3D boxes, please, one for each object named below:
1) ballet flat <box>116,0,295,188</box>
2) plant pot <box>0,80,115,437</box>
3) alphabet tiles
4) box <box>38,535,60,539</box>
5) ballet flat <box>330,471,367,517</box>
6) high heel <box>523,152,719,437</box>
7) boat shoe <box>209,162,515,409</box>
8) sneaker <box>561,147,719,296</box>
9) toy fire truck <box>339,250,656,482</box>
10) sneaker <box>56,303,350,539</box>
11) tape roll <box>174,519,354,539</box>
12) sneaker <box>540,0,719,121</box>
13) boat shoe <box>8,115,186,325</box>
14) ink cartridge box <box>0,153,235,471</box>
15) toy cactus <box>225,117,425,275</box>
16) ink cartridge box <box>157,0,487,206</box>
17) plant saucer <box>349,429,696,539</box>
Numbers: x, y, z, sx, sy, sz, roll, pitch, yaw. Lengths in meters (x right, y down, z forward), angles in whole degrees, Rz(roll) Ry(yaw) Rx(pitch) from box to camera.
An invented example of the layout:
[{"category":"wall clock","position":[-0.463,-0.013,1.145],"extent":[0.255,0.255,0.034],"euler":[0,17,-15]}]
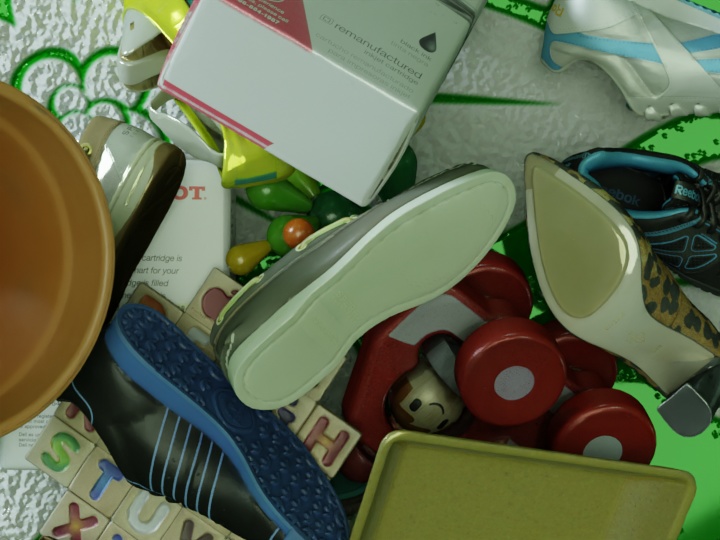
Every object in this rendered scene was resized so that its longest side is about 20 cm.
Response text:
[{"category":"ballet flat","position":[-0.111,-0.122,1.062],"extent":[0.067,0.067,0.200],"euler":[-28,59,-21]},{"category":"plant pot","position":[-0.254,-0.008,0.935],"extent":[0.200,0.140,0.201],"euler":[-2,94,-34]},{"category":"alphabet tiles","position":[-0.104,0.108,1.049],"extent":[0.166,0.006,0.200],"euler":[34,94,6]},{"category":"box","position":[-0.137,0.267,1.079],"extent":[0.163,0.021,0.200],"euler":[20,128,10]},{"category":"ballet flat","position":[-0.090,0.161,1.127],"extent":[0.199,0.068,0.067],"euler":[3,113,4]},{"category":"high heel","position":[0.169,0.008,1.084],"extent":[0.071,0.143,0.200],"euler":[-33,87,19]},{"category":"boat shoe","position":[-0.001,-0.002,1.002],"extent":[0.202,0.060,0.072],"euler":[-37,131,-3]},{"category":"sneaker","position":[0.218,-0.030,1.096],"extent":[0.199,0.082,0.073],"euler":[12,79,-3]},{"category":"toy fire truck","position":[0.076,0.096,1.080],"extent":[0.200,0.112,0.168],"euler":[37,107,-25]},{"category":"sneaker","position":[-0.094,0.112,1.018],"extent":[0.200,0.070,0.078],"euler":[47,119,-2]},{"category":"tape roll","position":[-0.061,0.240,1.104],"extent":[0.202,0.037,0.203],"euler":[2,114,4]},{"category":"sneaker","position":[0.215,-0.130,1.105],"extent":[0.200,0.077,0.081],"euler":[24,101,5]},{"category":"boat shoe","position":[-0.180,0.000,1.029],"extent":[0.066,0.074,0.200],"euler":[32,91,12]},{"category":"ink cartridge box","position":[-0.153,0.025,1.102],"extent":[0.144,0.084,0.201],"euler":[1,93,0]},{"category":"toy cactus","position":[0.006,-0.030,1.095],"extent":[0.165,0.102,0.200],"euler":[26,68,-20]},{"category":"ink cartridge box","position":[-0.011,-0.154,1.034],"extent":[0.145,0.200,0.085],"euler":[30,130,-2]},{"category":"plant saucer","position":[0.076,0.181,1.030],"extent":[0.199,0.048,0.200],"euler":[10,114,-18]}]
